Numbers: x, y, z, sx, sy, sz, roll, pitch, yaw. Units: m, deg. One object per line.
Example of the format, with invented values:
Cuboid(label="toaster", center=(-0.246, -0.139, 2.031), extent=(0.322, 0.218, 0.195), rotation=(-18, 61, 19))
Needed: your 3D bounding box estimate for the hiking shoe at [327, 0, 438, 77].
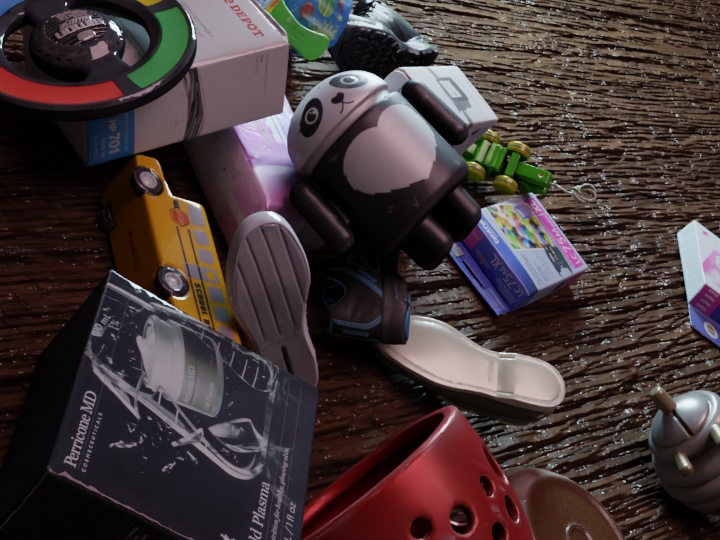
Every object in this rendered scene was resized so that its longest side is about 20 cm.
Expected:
Cuboid(label="hiking shoe", center=(0.008, -0.284, 1.681), extent=(0.101, 0.076, 0.199), rotation=(52, 24, 24))

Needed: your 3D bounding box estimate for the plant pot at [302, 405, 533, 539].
Cuboid(label="plant pot", center=(0.046, 0.234, 1.062), extent=(0.183, 0.200, 0.200), rotation=(54, 34, 2))

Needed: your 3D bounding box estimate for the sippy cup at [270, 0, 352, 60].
Cuboid(label="sippy cup", center=(-0.083, -0.308, 1.553), extent=(0.130, 0.139, 0.180), rotation=(28, 62, -42))

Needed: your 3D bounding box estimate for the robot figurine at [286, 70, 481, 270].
Cuboid(label="robot figurine", center=(0.022, -0.095, 1.300), extent=(0.200, 0.125, 0.150), rotation=(46, 33, 4))

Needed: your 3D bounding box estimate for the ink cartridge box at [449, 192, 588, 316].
Cuboid(label="ink cartridge box", center=(0.181, -0.021, 1.619), extent=(0.120, 0.042, 0.199), rotation=(54, 36, 12))

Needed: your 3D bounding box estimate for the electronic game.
Cuboid(label="electronic game", center=(-0.234, -0.188, 1.145), extent=(0.197, 0.042, 0.201), rotation=(2, 43, -2))

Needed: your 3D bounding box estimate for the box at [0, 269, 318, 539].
Cuboid(label="box", center=(-0.147, 0.143, 1.009), extent=(0.195, 0.124, 0.201), rotation=(30, 37, -20))

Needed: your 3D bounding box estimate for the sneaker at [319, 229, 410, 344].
Cuboid(label="sneaker", center=(0.000, 0.000, 1.361), extent=(0.081, 0.074, 0.201), rotation=(-1, 29, -5))

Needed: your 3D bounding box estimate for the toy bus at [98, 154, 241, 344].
Cuboid(label="toy bus", center=(-0.164, 0.000, 1.188), extent=(0.078, 0.065, 0.202), rotation=(13, 46, -40))

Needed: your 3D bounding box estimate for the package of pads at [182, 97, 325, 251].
Cuboid(label="package of pads", center=(-0.107, -0.113, 1.359), extent=(0.120, 0.076, 0.201), rotation=(4, 53, -50))

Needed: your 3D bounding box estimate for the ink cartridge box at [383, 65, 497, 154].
Cuboid(label="ink cartridge box", center=(0.046, -0.138, 1.457), extent=(0.084, 0.145, 0.200), rotation=(51, 21, 6))

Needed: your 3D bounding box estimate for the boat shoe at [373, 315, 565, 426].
Cuboid(label="boat shoe", center=(0.100, 0.104, 1.372), extent=(0.199, 0.060, 0.073), rotation=(19, 53, -7))

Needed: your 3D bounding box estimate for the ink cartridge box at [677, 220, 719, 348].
Cuboid(label="ink cartridge box", center=(0.530, 0.049, 1.930), extent=(0.195, 0.043, 0.201), rotation=(33, 34, -20))

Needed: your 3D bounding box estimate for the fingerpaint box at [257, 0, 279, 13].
Cuboid(label="fingerpaint box", center=(-0.153, -0.330, 1.421), extent=(0.167, 0.200, 0.073), rotation=(51, 33, 9))

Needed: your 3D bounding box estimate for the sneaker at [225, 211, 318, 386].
Cuboid(label="sneaker", center=(-0.082, 0.024, 1.180), extent=(0.072, 0.202, 0.071), rotation=(-18, 43, -15))

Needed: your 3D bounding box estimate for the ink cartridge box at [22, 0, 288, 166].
Cuboid(label="ink cartridge box", center=(-0.184, -0.188, 1.244), extent=(0.198, 0.087, 0.147), rotation=(-17, 47, -27))

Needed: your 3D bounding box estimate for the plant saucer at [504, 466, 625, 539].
Cuboid(label="plant saucer", center=(0.204, 0.271, 1.342), extent=(0.199, 0.037, 0.202), rotation=(30, 37, -25))

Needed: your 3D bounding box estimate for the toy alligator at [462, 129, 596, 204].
Cuboid(label="toy alligator", center=(0.189, -0.116, 1.681), extent=(0.198, 0.054, 0.060), rotation=(23, 74, 6))

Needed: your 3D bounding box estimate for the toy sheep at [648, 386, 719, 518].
Cuboid(label="toy sheep", center=(0.383, 0.201, 1.528), extent=(0.201, 0.137, 0.138), rotation=(53, 30, -20))
